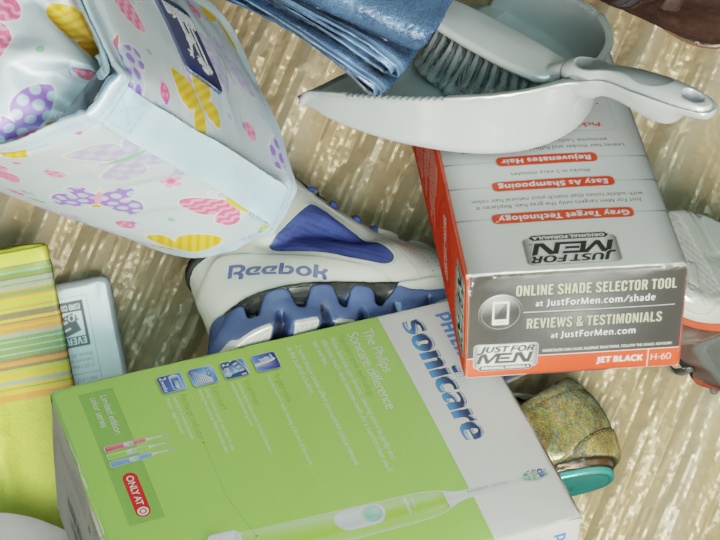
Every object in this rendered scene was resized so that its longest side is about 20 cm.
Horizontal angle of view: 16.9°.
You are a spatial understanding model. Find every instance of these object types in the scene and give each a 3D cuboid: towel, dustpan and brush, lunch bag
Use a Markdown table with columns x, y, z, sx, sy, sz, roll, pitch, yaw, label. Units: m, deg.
| x | y | z | sx | sy | sz | roll | pitch | yaw | label |
| --- | --- | --- | --- | --- | --- | --- | --- | --- | --- |
| -0.045 | -0.167 | 1.111 | 0.200 | 0.049 | 0.112 | 29 | 48 | 2 | towel |
| -0.177 | 0.091 | 1.189 | 0.086 | 0.018 | 0.200 | -10 | 93 | 0 | towel |
| 0.083 | -0.089 | 1.111 | 0.140 | 0.200 | 0.057 | -30 | 134 | -34 | dustpan and brush |
| -0.135 | -0.090 | 1.098 | 0.200 | 0.170 | 0.127 | 28 | 89 | 34 | lunch bag |

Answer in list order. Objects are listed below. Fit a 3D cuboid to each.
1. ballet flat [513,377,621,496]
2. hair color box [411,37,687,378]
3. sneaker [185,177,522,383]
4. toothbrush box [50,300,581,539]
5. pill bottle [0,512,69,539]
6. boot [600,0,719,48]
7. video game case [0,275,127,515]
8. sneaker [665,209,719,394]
| x | y | z | sx | sy | sz | roll | pitch | yaw | label |
| --- | --- | --- | --- | --- | --- | --- | --- | --- | --- |
| 0.029 | 0.101 | 1.210 | 0.200 | 0.071 | 0.071 | -16 | 92 | -4 | ballet flat |
| 0.084 | -0.035 | 1.141 | 0.101 | 0.200 | 0.061 | -3 | 125 | -4 | hair color box |
| -0.001 | 0.000 | 1.185 | 0.199 | 0.081 | 0.115 | -5 | 47 | -29 | sneaker |
| -0.023 | 0.108 | 1.077 | 0.200 | 0.146 | 0.086 | -14 | 135 | -16 | toothbrush box |
| -0.187 | 0.217 | 1.137 | 0.112 | 0.112 | 0.200 | 23 | 108 | -5 | pill bottle |
| 0.113 | -0.172 | 1.155 | 0.200 | 0.166 | 0.072 | 27 | 89 | -5 | boot |
| -0.206 | 0.110 | 1.206 | 0.200 | 0.024 | 0.182 | -11 | 92 | -5 | video game case |
| 0.204 | 0.028 | 1.225 | 0.200 | 0.082 | 0.077 | 19 | 49 | -21 | sneaker |
